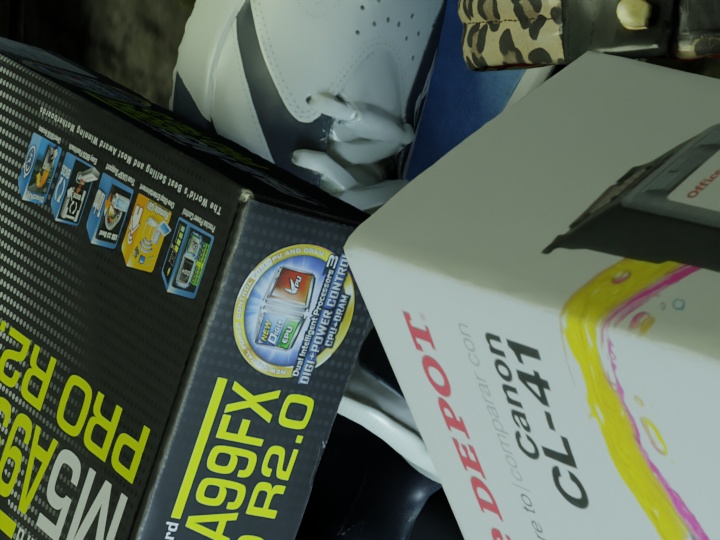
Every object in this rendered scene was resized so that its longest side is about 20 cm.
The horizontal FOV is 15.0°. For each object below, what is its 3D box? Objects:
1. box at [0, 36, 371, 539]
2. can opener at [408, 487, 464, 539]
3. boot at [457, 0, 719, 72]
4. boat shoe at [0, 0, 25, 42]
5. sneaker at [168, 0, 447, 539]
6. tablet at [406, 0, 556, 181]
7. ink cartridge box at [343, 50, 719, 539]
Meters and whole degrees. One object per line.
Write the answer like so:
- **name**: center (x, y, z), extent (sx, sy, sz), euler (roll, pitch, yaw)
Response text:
- **box**: center (-0.081, 0.034, 0.696), extent (0.200, 0.044, 0.160), euler (30, 102, 55)
- **can opener**: center (0.049, 0.108, 0.707), extent (0.200, 0.053, 0.067), euler (39, 123, 48)
- **boot**: center (0.084, -0.123, 0.615), extent (0.200, 0.073, 0.151), euler (0, 94, 49)
- **boat shoe**: center (-0.133, -0.157, 0.942), extent (0.064, 0.071, 0.200), euler (3, 87, 22)
- **sneaker**: center (0.000, 0.000, 0.705), extent (0.130, 0.079, 0.199), euler (29, 92, 47)
- **tablet**: center (0.015, -0.082, 0.774), extent (0.130, 0.014, 0.200), euler (59, 136, 34)
- **ink cartridge box**: center (0.105, 0.049, 0.550), extent (0.200, 0.086, 0.148), euler (17, 136, 52)
